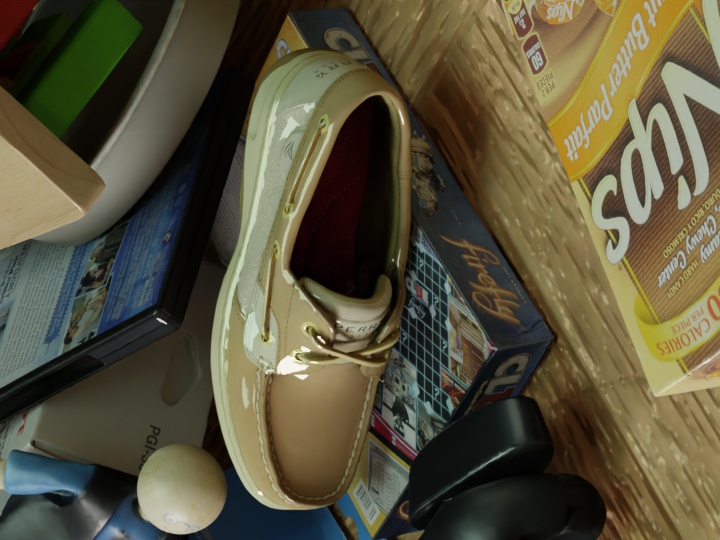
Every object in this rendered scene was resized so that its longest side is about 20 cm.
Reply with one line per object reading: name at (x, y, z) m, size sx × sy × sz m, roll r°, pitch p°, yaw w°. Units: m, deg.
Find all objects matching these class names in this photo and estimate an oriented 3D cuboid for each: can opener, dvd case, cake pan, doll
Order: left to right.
dvd case at (-0.131, -0.001, 1.134) m, size 0.200 × 0.018 × 0.143 m, roll -27°, pitch 39°, yaw 43°
doll at (-0.128, 0.131, 1.112) m, size 0.200 × 0.136 × 0.049 m, roll -36°, pitch 32°, yaw 38°
cake pan at (-0.117, -0.097, 1.136) m, size 0.200 × 0.037 × 0.201 m, roll -43°, pitch 32°, yaw 35°
can opener at (0.028, 0.135, 1.023) m, size 0.200 × 0.063 × 0.079 m, roll -47°, pitch 32°, yaw 37°

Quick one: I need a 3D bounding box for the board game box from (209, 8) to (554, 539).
board game box at (0.000, 0.000, 1.087) m, size 0.200 × 0.034 × 0.136 m, roll 60°, pitch 139°, yaw 30°

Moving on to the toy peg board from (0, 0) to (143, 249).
toy peg board at (-0.211, -0.108, 1.075) m, size 0.199 × 0.098 × 0.200 m, roll 43°, pitch 152°, yaw -19°

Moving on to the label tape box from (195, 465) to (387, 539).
label tape box at (-0.054, 0.181, 1.172) m, size 0.143 × 0.066 × 0.200 m, roll 56°, pitch 139°, yaw 32°

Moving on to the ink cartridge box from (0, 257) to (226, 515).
ink cartridge box at (-0.148, 0.087, 1.222) m, size 0.200 × 0.083 × 0.147 m, roll -48°, pitch 23°, yaw 48°

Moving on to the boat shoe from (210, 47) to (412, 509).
boat shoe at (-0.016, 0.010, 1.017) m, size 0.066 × 0.074 × 0.201 m, roll 21°, pitch 113°, yaw 57°

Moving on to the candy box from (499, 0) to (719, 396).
candy box at (0.122, -0.069, 0.879) m, size 0.115 × 0.055 × 0.201 m, roll -41°, pitch 63°, yaw 50°

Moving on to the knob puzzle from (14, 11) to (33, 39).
knob puzzle at (-0.230, -0.119, 1.236) m, size 0.030 × 0.219 × 0.220 m, roll -32°, pitch 69°, yaw 38°
